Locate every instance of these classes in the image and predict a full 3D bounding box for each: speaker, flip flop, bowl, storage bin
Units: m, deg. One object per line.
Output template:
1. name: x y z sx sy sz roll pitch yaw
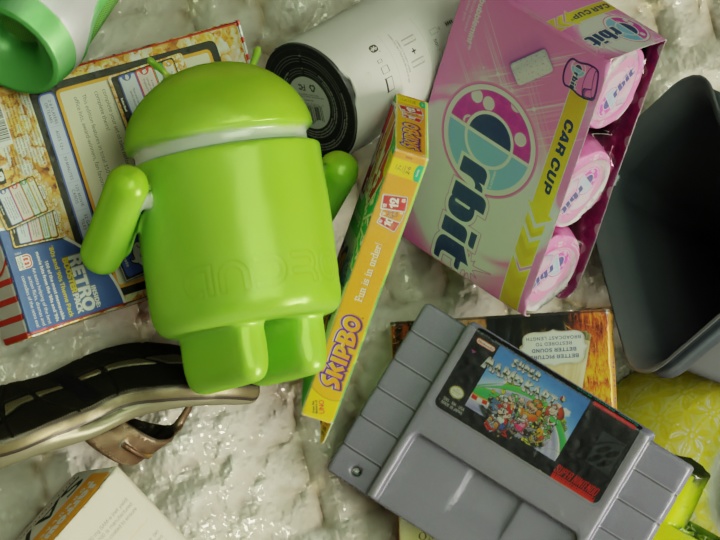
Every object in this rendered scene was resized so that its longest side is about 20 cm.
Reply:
1. speaker: -0.167 -0.202 1.571 0.088 0.088 0.201 40 55 -16
2. speaker: 0.033 -0.145 1.662 0.200 0.081 0.082 -33 98 -39
3. flip flop: -0.154 0.091 1.565 0.199 0.081 0.058 -17 117 -30
4. bowl: 0.251 0.152 1.738 0.199 0.108 0.202 4 80 -26
5. storage bin: 0.255 -0.014 1.720 0.134 0.146 0.201 26 36 -32

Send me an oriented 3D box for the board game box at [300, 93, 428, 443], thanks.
1. board game box: 0.000 0.000 1.591 0.030 0.096 0.201 15 113 -5

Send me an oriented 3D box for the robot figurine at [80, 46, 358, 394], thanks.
1. robot figurine: -0.075 -0.032 1.540 0.174 0.115 0.202 -7 85 -35

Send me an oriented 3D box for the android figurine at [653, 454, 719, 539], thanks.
1. android figurine: 0.196 0.226 1.675 0.181 0.041 0.201 30 105 16

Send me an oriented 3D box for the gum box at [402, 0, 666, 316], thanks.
1. gum box: 0.101 -0.080 1.632 0.113 0.201 0.066 35 36 26

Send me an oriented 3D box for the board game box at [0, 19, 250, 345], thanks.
1. board game box: -0.145 -0.056 1.600 0.199 0.046 0.153 -17 90 -28

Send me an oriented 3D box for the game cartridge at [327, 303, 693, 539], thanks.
1. game cartridge: 0.094 0.122 1.630 0.199 0.038 0.130 31 94 13

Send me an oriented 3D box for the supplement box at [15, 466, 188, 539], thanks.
1. supplement box: -0.130 0.231 1.552 0.200 0.073 0.126 48 66 -13

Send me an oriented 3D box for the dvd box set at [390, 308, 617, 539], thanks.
1. dvd box set: 0.094 0.129 1.662 0.145 0.029 0.202 -3 83 11
